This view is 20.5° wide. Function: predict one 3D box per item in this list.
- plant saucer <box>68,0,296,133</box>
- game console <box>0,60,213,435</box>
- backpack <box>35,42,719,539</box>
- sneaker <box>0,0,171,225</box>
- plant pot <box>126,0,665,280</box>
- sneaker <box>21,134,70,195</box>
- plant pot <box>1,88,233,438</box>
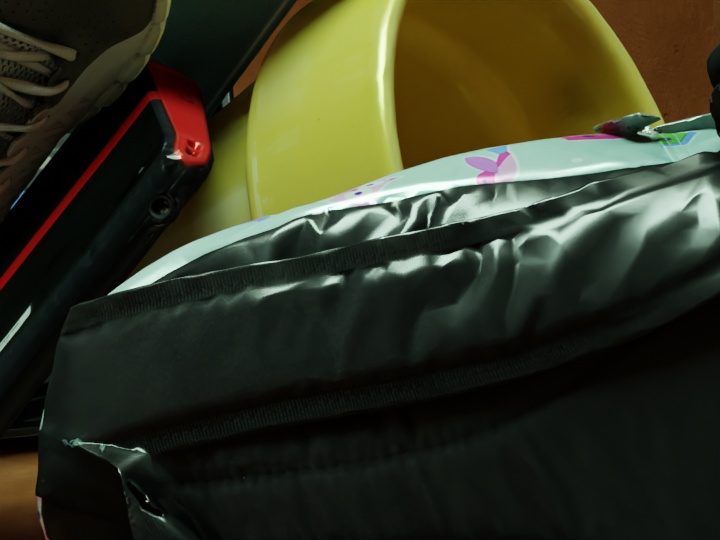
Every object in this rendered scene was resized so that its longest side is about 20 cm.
[{"bbox_3d":[-0.062,-0.093,0.727,0.070,0.019,0.200,8,-24,-21],"label":"plant saucer"},{"bbox_3d":[-0.119,0.020,0.687,0.031,0.200,0.177,36,7,-18],"label":"game console"},{"bbox_3d":[0.031,0.050,0.450,0.199,0.167,0.127,-8,-14,5],"label":"backpack"},{"bbox_3d":[-0.129,-0.041,0.681,0.075,0.116,0.200,26,-41,-13],"label":"sneaker"},{"bbox_3d":[0.000,0.000,0.750,0.189,0.201,0.201,-20,-4,35],"label":"plant pot"},{"bbox_3d":[-0.165,0.013,0.873,0.111,0.200,0.077,7,-34,2],"label":"sneaker"},{"bbox_3d":[-0.147,-0.015,1.024,0.199,0.201,0.177,-5,-5,5],"label":"plant pot"}]
